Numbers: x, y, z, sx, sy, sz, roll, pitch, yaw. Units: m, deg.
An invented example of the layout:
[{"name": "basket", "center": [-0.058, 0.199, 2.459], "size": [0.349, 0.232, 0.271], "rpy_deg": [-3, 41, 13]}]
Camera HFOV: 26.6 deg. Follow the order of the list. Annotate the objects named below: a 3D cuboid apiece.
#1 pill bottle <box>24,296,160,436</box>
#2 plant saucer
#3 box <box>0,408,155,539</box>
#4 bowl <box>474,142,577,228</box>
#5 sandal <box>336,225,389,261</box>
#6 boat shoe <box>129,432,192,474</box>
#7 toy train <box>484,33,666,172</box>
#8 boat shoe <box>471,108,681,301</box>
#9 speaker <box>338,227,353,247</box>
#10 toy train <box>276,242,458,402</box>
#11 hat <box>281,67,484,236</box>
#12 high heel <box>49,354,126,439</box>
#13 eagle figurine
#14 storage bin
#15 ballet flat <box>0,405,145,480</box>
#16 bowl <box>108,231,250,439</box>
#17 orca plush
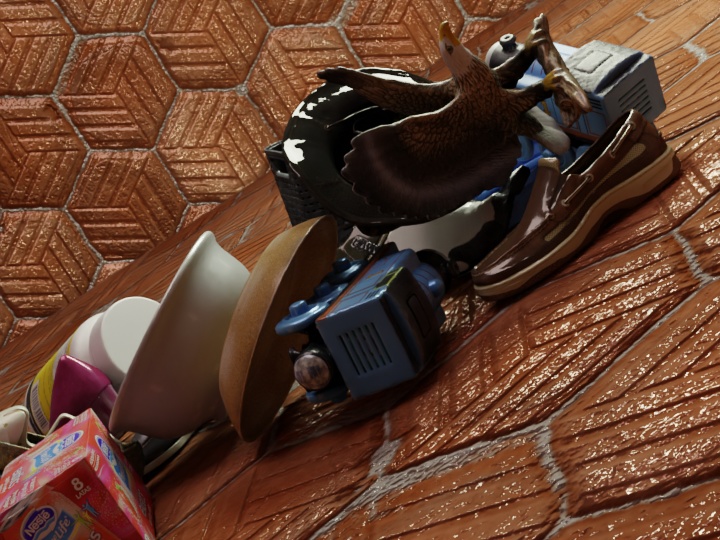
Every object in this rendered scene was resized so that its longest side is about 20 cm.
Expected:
[{"name": "pill bottle", "center": [-0.266, 0.113, 1.591], "size": [0.114, 0.114, 0.200], "rpy_deg": [-43, 2, -43]}, {"name": "plant saucer", "center": [-0.073, 0.043, 1.271], "size": [0.200, 0.035, 0.202], "rpy_deg": [20, -90, -79]}, {"name": "box", "center": [-0.232, 0.194, 1.241], "size": [0.095, 0.100, 0.200], "rpy_deg": [-35, 9, -4]}, {"name": "bowl", "center": [0.150, -0.085, 1.502], "size": [0.200, 0.040, 0.201], "rpy_deg": [-33, 10, 6]}, {"name": "sandal", "center": [0.000, 0.000, 1.475], "size": [0.201, 0.081, 0.055], "rpy_deg": [-56, -24, -19]}, {"name": "boat shoe", "center": [-0.193, 0.139, 1.478], "size": [0.072, 0.063, 0.200], "rpy_deg": [-23, 15, 46]}, {"name": "toy train", "center": [0.186, -0.150, 1.357], "size": [0.086, 0.115, 0.199], "rpy_deg": [-37, 37, -23]}, {"name": "boat shoe", "center": [0.161, -0.057, 1.230], "size": [0.202, 0.075, 0.075], "rpy_deg": [-37, 10, -15]}, {"name": "speaker", "center": [-0.068, 0.034, 1.529], "size": [0.081, 0.082, 0.200], "rpy_deg": [-23, 16, 48]}, {"name": "toy train", "center": [0.013, 0.037, 1.210], "size": [0.113, 0.087, 0.200], "rpy_deg": [-20, 11, 24]}, {"name": "hat", "center": [0.021, -0.085, 1.314], "size": [0.200, 0.200, 0.081], "rpy_deg": [-42, -26, -38]}, {"name": "high heel", "center": [-0.305, 0.168, 1.525], "size": [0.200, 0.096, 0.067], "rpy_deg": [-46, 0, 40]}, {"name": "eagle figurine", "center": [0.077, -0.135, 1.248], "size": [0.199, 0.152, 0.152], "rpy_deg": [-25, 3, 7]}, {"name": "storage bin", "center": [0.015, -0.116, 1.568], "size": [0.199, 0.095, 0.135], "rpy_deg": [-24, 13, -12]}, {"name": "ballet flat", "center": [-0.289, 0.156, 1.362], "size": [0.071, 0.198, 0.071], "rpy_deg": [-166, 90, -79]}, {"name": "bowl", "center": [-0.141, 0.074, 1.365], "size": [0.202, 0.090, 0.201], "rpy_deg": [-63, -1, -2]}, {"name": "orca plush", "center": [0.102, -0.042, 1.363], "size": [0.070, 0.106, 0.200], "rpy_deg": [1, -25, -29]}]
